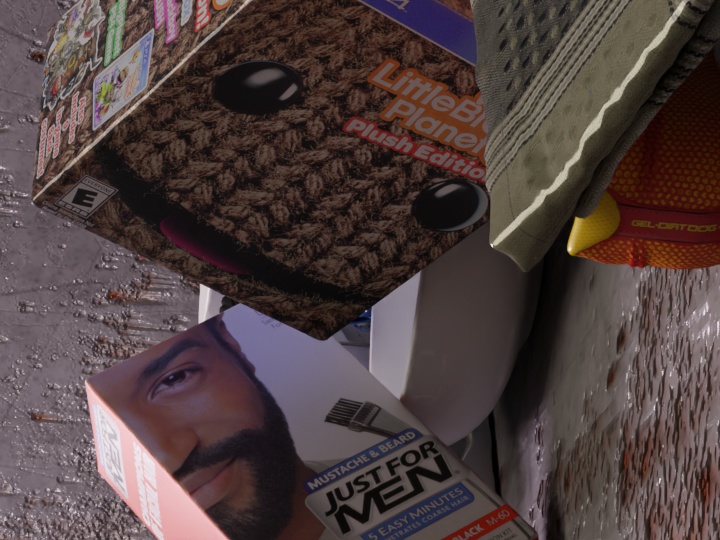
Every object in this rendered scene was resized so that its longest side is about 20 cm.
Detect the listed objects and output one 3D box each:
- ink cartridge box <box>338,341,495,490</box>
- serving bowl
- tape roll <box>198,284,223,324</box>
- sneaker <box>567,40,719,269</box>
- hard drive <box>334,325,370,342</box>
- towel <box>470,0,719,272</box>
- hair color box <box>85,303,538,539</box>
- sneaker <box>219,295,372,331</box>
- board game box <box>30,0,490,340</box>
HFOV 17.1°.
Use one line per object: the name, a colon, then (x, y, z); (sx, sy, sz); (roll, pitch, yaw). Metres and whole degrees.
ink cartridge box: (0.012, 0.158, 1.257); (0.146, 0.082, 0.201); (-91, 8, -52)
serving bowl: (0.049, -0.009, 1.142); (0.200, 0.065, 0.202); (-174, 90, -84)
tape roll: (-0.031, -0.051, 1.603); (0.203, 0.138, 0.204); (-175, 90, -85)
sneaker: (0.085, -0.062, 0.790); (0.200, 0.076, 0.074); (-95, 10, -69)
hard drive: (0.000, 0.052, 1.414); (0.132, 0.025, 0.200); (58, -174, -17)
towel: (0.094, -0.121, 0.703); (0.200, 0.034, 0.193); (-53, 23, 32)
hair color box: (-0.024, 0.101, 1.057); (0.200, 0.110, 0.064); (41, 147, 40)
sneaker: (0.000, 0.000, 1.277); (0.200, 0.075, 0.077); (-39, -74, -46)
board game box: (-0.013, -0.082, 0.979); (0.200, 0.159, 0.097); (-38, 39, 39)
